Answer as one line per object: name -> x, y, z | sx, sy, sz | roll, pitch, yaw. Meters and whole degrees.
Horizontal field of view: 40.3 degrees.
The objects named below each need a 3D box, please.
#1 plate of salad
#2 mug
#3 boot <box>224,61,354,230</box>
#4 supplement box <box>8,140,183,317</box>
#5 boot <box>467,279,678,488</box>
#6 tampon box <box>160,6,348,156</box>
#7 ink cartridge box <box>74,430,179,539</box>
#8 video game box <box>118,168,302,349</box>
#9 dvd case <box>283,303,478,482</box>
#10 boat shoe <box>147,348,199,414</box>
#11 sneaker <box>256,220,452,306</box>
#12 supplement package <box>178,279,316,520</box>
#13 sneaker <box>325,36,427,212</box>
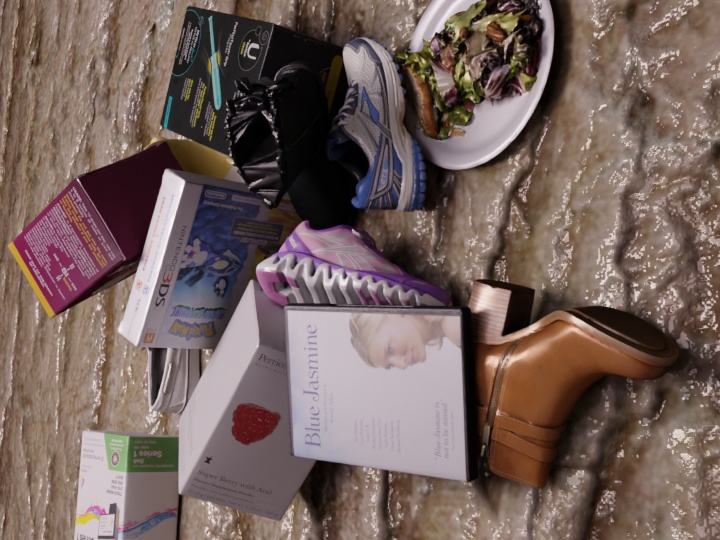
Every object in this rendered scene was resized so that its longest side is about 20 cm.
plate of salad -> 0.099, -0.197, 0.928 | 0.199, 0.048, 0.203 | -15, 70, 49
mug -> -0.218, -0.069, 1.241 | 0.187, 0.148, 0.154 | -91, 21, -58
boot -> -0.068, -0.107, 0.981 | 0.072, 0.163, 0.201 | -5, 113, 16
supplement box -> -0.287, -0.044, 1.112 | 0.199, 0.131, 0.104 | -29, 92, 45
boot -> 0.152, 0.102, 0.785 | 0.199, 0.076, 0.157 | 15, 101, 41
tampon box -> -0.120, -0.207, 1.137 | 0.199, 0.125, 0.152 | 27, 104, 49
ink cartridge box -> -0.310, 0.317, 1.297 | 0.144, 0.083, 0.203 | -7, 78, 50
video game box -> -0.148, -0.004, 1.071 | 0.047, 0.199, 0.184 | 32, 107, 41
dvd case -> 0.013, 0.102, 0.863 | 0.198, 0.017, 0.145 | 0, 94, 38
boat shoe -> -0.252, 0.086, 1.287 | 0.073, 0.065, 0.202 | -31, 60, 44
sneaker -> 0.000, 0.000, 0.955 | 0.198, 0.081, 0.089 | 14, 57, 21
supplement package -> -0.098, 0.136, 1.021 | 0.201, 0.120, 0.120 | -61, 22, 24
sneaker -> 0.003, -0.148, 0.980 | 0.077, 0.084, 0.202 | 105, 152, -62
